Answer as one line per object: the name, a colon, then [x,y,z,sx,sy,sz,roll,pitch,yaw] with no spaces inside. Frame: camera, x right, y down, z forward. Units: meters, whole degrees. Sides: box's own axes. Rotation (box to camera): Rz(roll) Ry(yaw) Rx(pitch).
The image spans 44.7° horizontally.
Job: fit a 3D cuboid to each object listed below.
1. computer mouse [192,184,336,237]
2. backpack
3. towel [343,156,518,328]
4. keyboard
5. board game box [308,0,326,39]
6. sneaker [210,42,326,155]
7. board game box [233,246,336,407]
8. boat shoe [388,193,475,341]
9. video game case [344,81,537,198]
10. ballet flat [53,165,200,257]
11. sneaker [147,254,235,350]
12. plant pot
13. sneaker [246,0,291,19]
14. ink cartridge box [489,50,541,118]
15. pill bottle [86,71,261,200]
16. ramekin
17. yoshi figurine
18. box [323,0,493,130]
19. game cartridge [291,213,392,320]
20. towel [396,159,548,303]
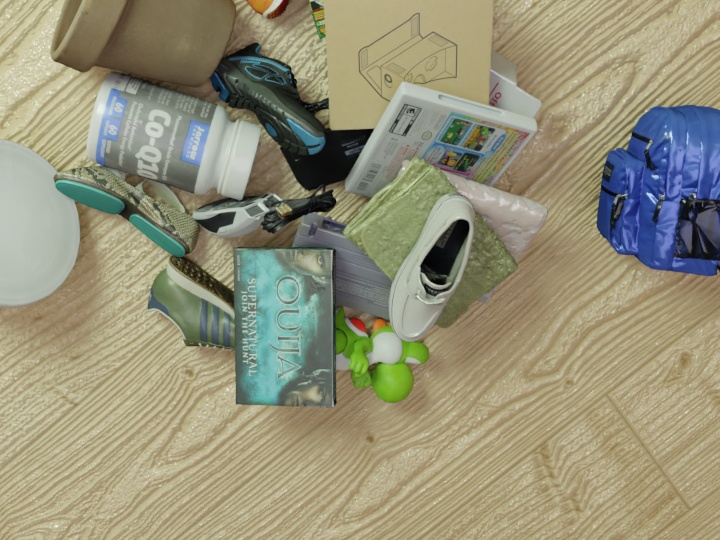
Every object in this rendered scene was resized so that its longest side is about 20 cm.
computer mouse: [-0.131,-0.068,1.104,0.197,0.109,0.045,-1,112,41]
backpack: [0.401,-0.113,1.139,0.163,0.163,0.205,6,106,-3]
towel: [0.091,-0.031,1.092,0.148,0.037,0.200,-40,110,19]
keyboard: [-0.012,-0.179,1.115,0.196,0.021,0.128,-16,126,18]
board game box: [0.034,-0.344,1.072,0.195,0.106,0.024,-16,134,-1]
sneaker: [-0.101,-0.215,1.059,0.082,0.199,0.074,-39,151,-19]
board game box: [-0.097,0.073,1.130,0.132,0.028,0.205,0,96,8]
boat shoe: [0.088,0.009,1.054,0.071,0.066,0.203,21,115,-11]
video game case: [0.095,-0.142,1.097,0.178,0.024,0.201,11,146,-18]
ballet flat: [-0.293,-0.093,1.128,0.198,0.067,0.077,30,62,-24]
sneaker: [-0.201,0.072,1.189,0.199,0.067,0.090,39,107,-14]
plant pot: [-0.245,-0.301,1.025,0.172,0.200,0.203,23,103,-29]
sneaker: [-0.077,-0.405,1.060,0.077,0.073,0.201,39,96,-4]
ink cartridge box: [0.119,-0.232,1.111,0.197,0.067,0.117,29,124,-12]
pill bottle: [-0.229,-0.162,1.090,0.196,0.114,0.116,16,104,-9]
ramekin: [-0.452,-0.051,1.066,0.093,0.202,0.206,-10,112,37]
yoshi figurine: [-0.003,0.130,1.205,0.195,0.113,0.114,7,121,-10]
box: [0.057,-0.250,1.036,0.195,0.021,0.167,-1,118,1]
game cartridge: [0.000,0.000,1.169,0.196,0.039,0.131,17,140,-8]
towel: [0.118,-0.044,1.151,0.196,0.033,0.193,16,136,-9]
